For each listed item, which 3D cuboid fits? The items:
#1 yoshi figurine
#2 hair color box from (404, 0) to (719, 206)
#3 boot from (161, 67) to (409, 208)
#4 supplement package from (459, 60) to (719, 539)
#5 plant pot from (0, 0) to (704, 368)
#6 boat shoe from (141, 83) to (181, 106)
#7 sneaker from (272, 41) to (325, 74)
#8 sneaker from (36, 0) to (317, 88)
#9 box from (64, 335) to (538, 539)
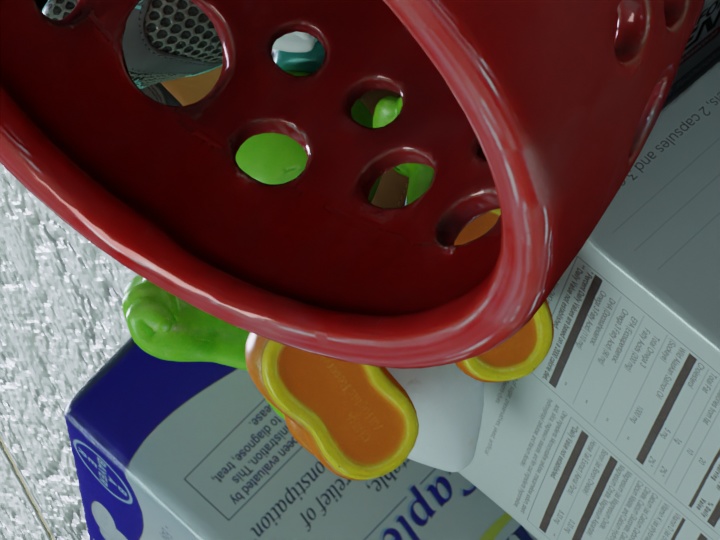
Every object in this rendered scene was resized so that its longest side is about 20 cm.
[{"bbox_3d":[-0.011,-0.010,0.844,0.112,0.112,0.200,15,-174,-12],"label":"yoshi figurine"},{"bbox_3d":[0.070,-0.039,0.922,0.061,0.099,0.200,40,147,19],"label":"hair color box"},{"bbox_3d":[-0.014,-0.066,1.028,0.155,0.074,0.200,30,158,29],"label":"boot"},{"bbox_3d":[0.162,0.044,0.842,0.200,0.152,0.151,41,148,16],"label":"supplement package"},{"bbox_3d":[0.004,-0.104,0.699,0.200,0.183,0.200,28,151,18],"label":"plant pot"},{"bbox_3d":[-0.116,-0.075,1.154,0.200,0.065,0.073,50,147,-2],"label":"boat shoe"},{"bbox_3d":[-0.020,-0.118,0.943,0.200,0.084,0.121,28,112,31],"label":"sneaker"},{"bbox_3d":[-0.093,-0.095,0.897,0.200,0.091,0.078,17,131,65],"label":"sneaker"},{"bbox_3d":[0.001,0.112,1.002,0.200,0.105,0.184,41,162,15],"label":"box"}]
